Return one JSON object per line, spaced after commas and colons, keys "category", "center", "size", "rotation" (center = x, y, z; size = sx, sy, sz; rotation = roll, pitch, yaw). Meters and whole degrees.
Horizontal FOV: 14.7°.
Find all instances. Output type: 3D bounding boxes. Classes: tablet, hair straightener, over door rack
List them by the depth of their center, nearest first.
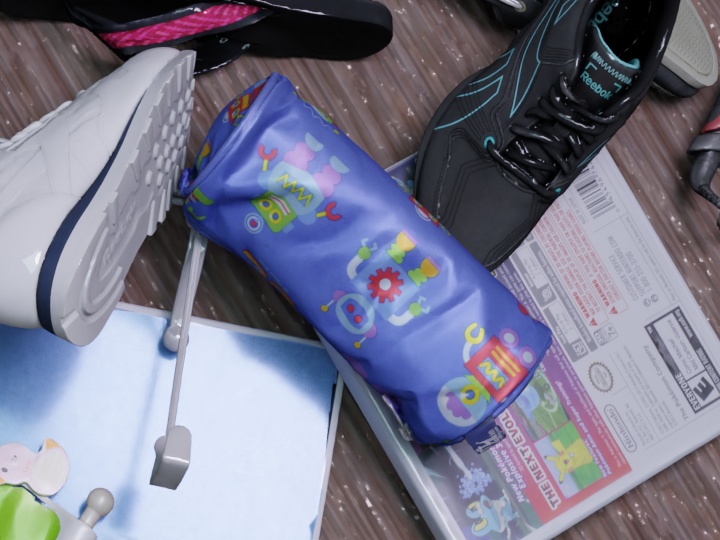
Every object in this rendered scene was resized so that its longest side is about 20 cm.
{"category": "over door rack", "center": [-0.149, 0.019, 1.309], "size": [0.147, 0.067, 0.201], "rotation": [12, 43, -8]}
{"category": "tablet", "center": [-0.111, 0.082, 1.358], "size": [0.199, 0.014, 0.131], "rotation": [11, 77, -8]}
{"category": "hair straightener", "center": [0.229, -0.100, 1.443], "size": [0.077, 0.041, 0.201], "rotation": [31, 66, -12]}

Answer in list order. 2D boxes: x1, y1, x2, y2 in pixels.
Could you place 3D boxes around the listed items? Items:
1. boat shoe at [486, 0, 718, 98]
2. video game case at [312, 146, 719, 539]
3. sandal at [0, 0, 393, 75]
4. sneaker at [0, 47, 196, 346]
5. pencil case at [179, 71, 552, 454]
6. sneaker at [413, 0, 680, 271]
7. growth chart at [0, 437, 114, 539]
{"category": "boat shoe", "center": [0.098, -0.151, 1.428], "size": [0.199, 0.068, 0.072], "rotation": [34, 40, -15]}
{"category": "video game case", "center": [0.077, 0.028, 1.396], "size": [0.182, 0.023, 0.201], "rotation": [-29, 86, -20]}
{"category": "sandal", "center": [-0.081, -0.119, 1.374], "size": [0.199, 0.075, 0.045], "rotation": [8, 73, -12]}
{"category": "sneaker", "center": [-0.132, -0.047, 1.286], "size": [0.080, 0.077, 0.200], "rotation": [10, 36, 14]}
{"category": "pencil case", "center": [0.000, 0.000, 1.323], "size": [0.200, 0.078, 0.087], "rotation": [44, 91, -6]}
{"category": "sneaker", "center": [0.091, -0.083, 1.351], "size": [0.075, 0.079, 0.201], "rotation": [30, 92, -15]}
{"category": "growth chart", "center": [-0.229, 0.118, 1.316], "size": [0.199, 0.018, 0.145], "rotation": [25, 77, 2]}
